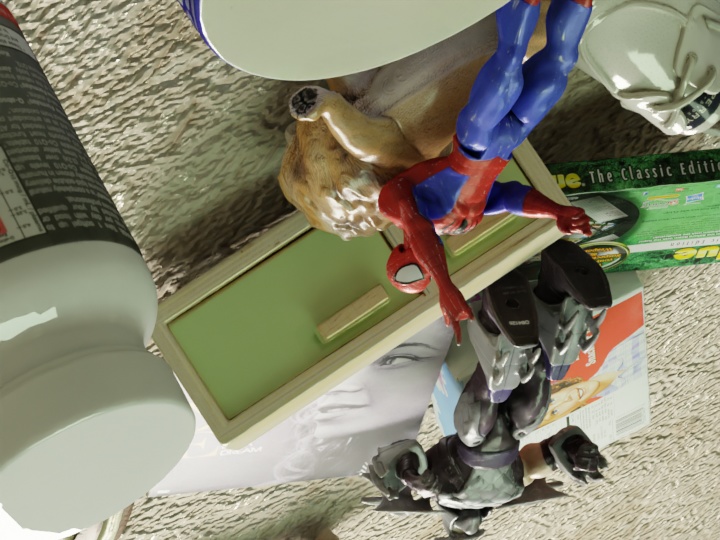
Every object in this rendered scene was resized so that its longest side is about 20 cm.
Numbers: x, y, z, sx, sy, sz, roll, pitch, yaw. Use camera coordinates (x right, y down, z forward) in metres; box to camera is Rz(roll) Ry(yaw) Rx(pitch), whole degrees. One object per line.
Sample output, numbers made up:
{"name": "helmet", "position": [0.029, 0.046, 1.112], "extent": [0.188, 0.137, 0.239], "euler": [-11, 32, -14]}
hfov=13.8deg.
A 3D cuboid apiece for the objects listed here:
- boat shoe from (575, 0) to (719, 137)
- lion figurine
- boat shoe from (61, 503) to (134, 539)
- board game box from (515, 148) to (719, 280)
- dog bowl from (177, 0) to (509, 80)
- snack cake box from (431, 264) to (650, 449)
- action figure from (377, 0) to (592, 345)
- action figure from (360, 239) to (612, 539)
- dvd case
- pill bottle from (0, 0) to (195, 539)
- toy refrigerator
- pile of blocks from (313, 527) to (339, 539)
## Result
{"name": "boat shoe", "position": [0.151, -0.101, 1.430], "extent": [0.071, 0.070, 0.200], "euler": [-38, 155, 18]}
{"name": "lion figurine", "position": [0.038, -0.088, 1.318], "extent": [0.200, 0.073, 0.122], "euler": [-29, 143, 17]}
{"name": "boat shoe", "position": [-0.170, 0.124, 1.508], "extent": [0.075, 0.075, 0.202], "euler": [-9, 149, -27]}
{"name": "board game box", "position": [0.122, -0.027, 1.523], "extent": [0.200, 0.023, 0.105], "euler": [-5, 154, -11]}
{"name": "dog bowl", "position": [0.009, -0.164, 1.138], "extent": [0.200, 0.079, 0.200], "euler": [-24, 155, -12]}
{"name": "snack cake box", "position": [0.097, 0.048, 1.665], "extent": [0.115, 0.067, 0.200], "euler": [-25, 155, -6]}
{"name": "action figure", "position": [0.071, -0.048, 1.266], "extent": [0.065, 0.099, 0.200], "euler": [-2, 138, -40]}
{"name": "action figure", "position": [0.070, 0.080, 1.540], "extent": [0.130, 0.069, 0.200], "euler": [-12, 139, -27]}
{"name": "dvd case", "position": [-0.032, 0.063, 1.562], "extent": [0.149, 0.016, 0.200], "euler": [-5, 150, -12]}
{"name": "pill bottle", "position": [-0.146, -0.004, 1.127], "extent": [0.116, 0.200, 0.116], "euler": [-24, 155, -12]}
{"name": "toy refrigerator", "position": [0.000, 0.000, 1.420], "extent": [0.200, 0.076, 0.070], "euler": [-33, 173, 0]}
{"name": "pile of blocks", "position": [-0.074, 0.213, 1.775], "extent": [0.200, 0.082, 0.062], "euler": [-19, 154, -21]}
